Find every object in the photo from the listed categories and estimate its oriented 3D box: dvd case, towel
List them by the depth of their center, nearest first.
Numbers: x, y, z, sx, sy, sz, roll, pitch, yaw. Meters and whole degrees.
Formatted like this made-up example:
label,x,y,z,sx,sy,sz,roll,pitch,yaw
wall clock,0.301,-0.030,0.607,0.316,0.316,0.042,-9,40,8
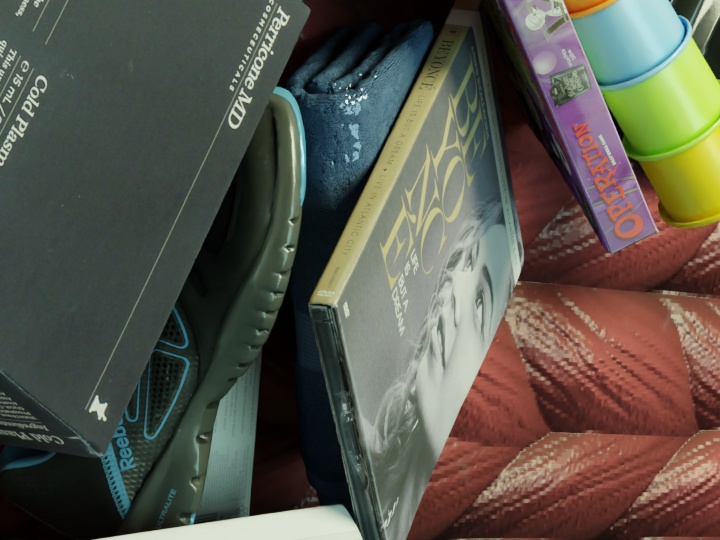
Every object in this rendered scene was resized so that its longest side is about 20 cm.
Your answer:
label,x,y,z,sx,sy,sz,roll,pitch,yaw
dvd case,0.028,0.004,1.225,0.200,0.016,0.149,-65,152,-44
towel,0.000,0.000,1.240,0.112,0.048,0.201,-49,141,-60

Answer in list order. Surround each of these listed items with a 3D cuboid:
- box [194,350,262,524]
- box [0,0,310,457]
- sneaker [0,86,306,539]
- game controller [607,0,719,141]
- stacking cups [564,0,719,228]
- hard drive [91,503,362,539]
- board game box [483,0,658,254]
label,x,y,z,sx,sy,sz,roll,pitch,yaw
box,-0.066,0.028,1.208,0.041,0.039,0.201,-9,108,-45
box,-0.139,-0.065,1.041,0.182,0.104,0.200,45,60,-42
sneaker,-0.079,0.018,1.140,0.082,0.073,0.201,20,100,-8
game controller,0.178,-0.143,1.416,0.200,0.042,0.104,-63,150,-11
stacking cups,0.120,-0.112,1.307,0.061,0.060,0.200,-47,122,-26
hard drive,-0.105,0.147,1.142,0.200,0.027,0.132,-3,143,-49
board game box,0.068,-0.115,1.251,0.032,0.120,0.200,-28,125,-3
